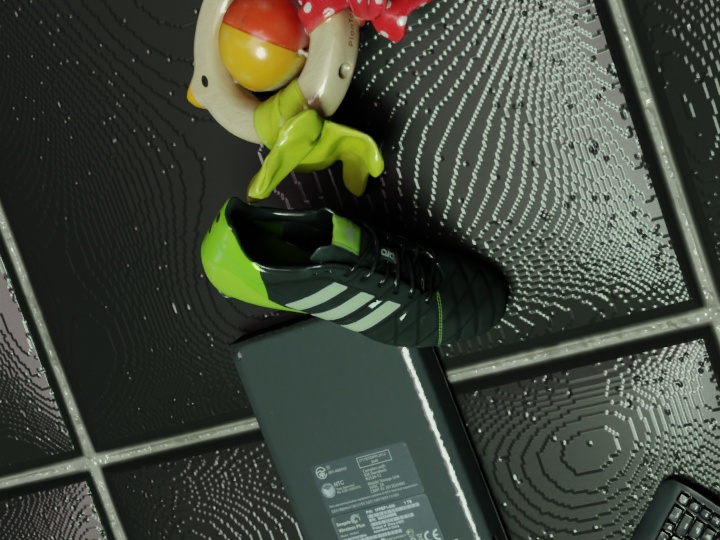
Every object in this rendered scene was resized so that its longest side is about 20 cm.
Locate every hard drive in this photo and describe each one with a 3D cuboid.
[{"bbox_3d":[0.005,0.121,1.243,0.139,0.033,0.201,-18,98,30],"label":"hard drive"}]

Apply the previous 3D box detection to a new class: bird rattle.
[{"bbox_3d":[-0.044,-0.144,1.150,0.162,0.112,0.202,25,114,35],"label":"bird rattle"}]

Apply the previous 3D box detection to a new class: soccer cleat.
[{"bbox_3d":[0.000,0.000,1.145,0.198,0.068,0.081,10,150,-8],"label":"soccer cleat"}]

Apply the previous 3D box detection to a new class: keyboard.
[{"bbox_3d":[0.196,0.239,1.183,0.104,0.040,0.201,29,117,16],"label":"keyboard"}]
